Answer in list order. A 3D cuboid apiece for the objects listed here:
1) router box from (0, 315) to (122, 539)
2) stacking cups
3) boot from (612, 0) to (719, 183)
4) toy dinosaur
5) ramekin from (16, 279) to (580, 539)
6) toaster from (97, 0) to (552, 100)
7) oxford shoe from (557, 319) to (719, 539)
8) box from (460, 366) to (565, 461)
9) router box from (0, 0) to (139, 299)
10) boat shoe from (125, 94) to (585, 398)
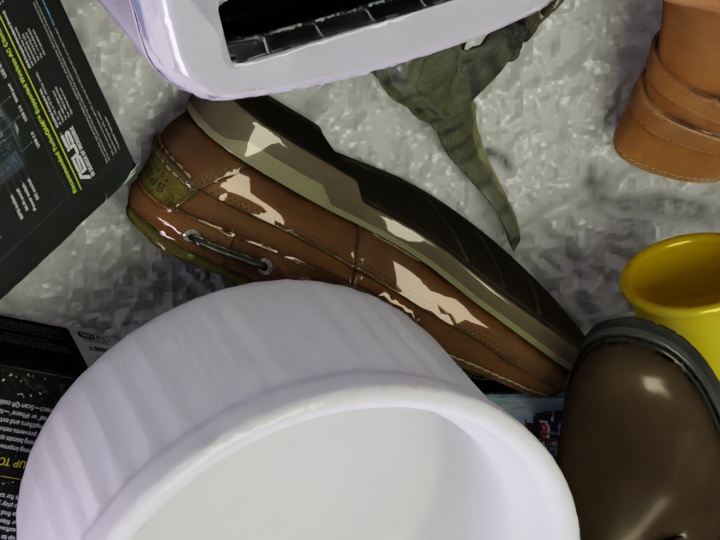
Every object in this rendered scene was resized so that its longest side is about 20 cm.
[{"bbox_3d":[-0.158,0.090,1.027,0.199,0.051,0.150,13,109,-26],"label":"router box"},{"bbox_3d":[0.146,0.086,1.094,0.060,0.061,0.201,-18,118,-13],"label":"stacking cups"},{"bbox_3d":[0.130,-0.094,1.018,0.199,0.077,0.155,1,155,-28],"label":"boot"},{"bbox_3d":[0.038,-0.087,1.015,0.089,0.047,0.200,-67,153,-14],"label":"toy dinosaur"},{"bbox_3d":[-0.029,0.101,0.987,0.199,0.098,0.201,-13,127,-18],"label":"ramekin"},{"bbox_3d":[-0.021,-0.130,0.864,0.199,0.129,0.114,-16,122,-13],"label":"toaster"},{"bbox_3d":[0.101,0.110,1.039,0.084,0.072,0.201,-52,148,-47],"label":"oxford shoe"},{"bbox_3d":[0.057,0.104,1.125,0.199,0.040,0.138,-1,114,-22],"label":"box"},{"bbox_3d":[-0.174,-0.071,0.903,0.150,0.062,0.201,-47,127,-37],"label":"router box"},{"bbox_3d":[0.000,0.000,1.045,0.200,0.072,0.068,33,103,-21],"label":"boat shoe"}]
